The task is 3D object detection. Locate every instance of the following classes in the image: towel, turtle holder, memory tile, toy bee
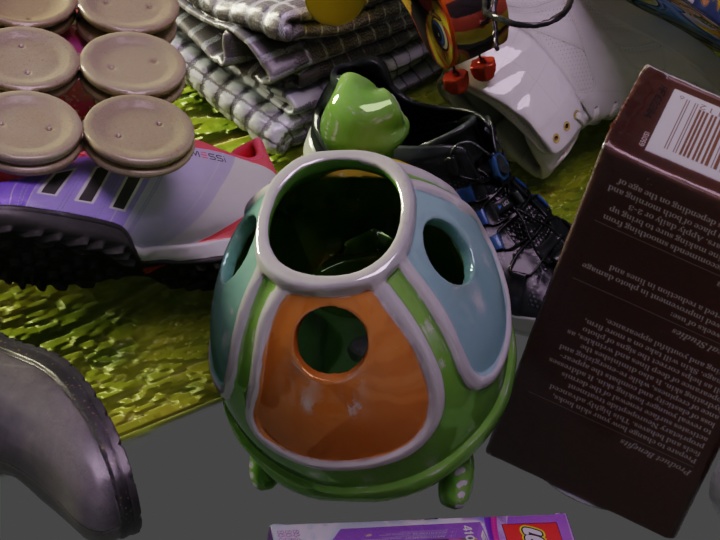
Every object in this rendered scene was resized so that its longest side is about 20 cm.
[{"bbox_3d":[-0.034,-0.174,1.006,0.200,0.086,0.165,-29,58,-36],"label":"towel"},{"bbox_3d":[0.008,0.006,0.770,0.140,0.132,0.186,20,56,26],"label":"turtle holder"},{"bbox_3d":[-0.178,-0.092,0.782,0.199,0.017,0.154,0,42,-13],"label":"memory tile"},{"bbox_3d":[0.036,-0.149,0.901,0.130,0.109,0.201,-8,49,0],"label":"toy bee"}]

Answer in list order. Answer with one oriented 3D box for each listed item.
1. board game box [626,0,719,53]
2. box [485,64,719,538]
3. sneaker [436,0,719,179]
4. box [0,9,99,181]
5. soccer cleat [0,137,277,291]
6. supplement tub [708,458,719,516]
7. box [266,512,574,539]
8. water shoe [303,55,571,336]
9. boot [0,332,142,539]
[{"bbox_3d":[0.159,-0.175,1.001,0.135,0.035,0.200,24,7,-40],"label":"board game box"},{"bbox_3d":[0.135,0.019,0.774,0.100,0.201,0.075,25,42,9],"label":"box"},{"bbox_3d":[0.132,-0.097,0.994,0.199,0.074,0.116,26,76,-22],"label":"sneaker"},{"bbox_3d":[-0.205,-0.110,0.882,0.199,0.100,0.096,18,43,2],"label":"box"},{"bbox_3d":[-0.111,-0.032,0.805,0.199,0.068,0.074,2,72,-47],"label":"soccer cleat"},{"bbox_3d":[0.255,0.138,0.726,0.145,0.146,0.200,-14,51,-27],"label":"supplement tub"},{"bbox_3d":[0.041,0.190,0.690,0.136,0.039,0.201,0,45,-15],"label":"box"},{"bbox_3d":[0.054,-0.037,0.895,0.200,0.079,0.071,32,46,17],"label":"water shoe"},{"bbox_3d":[-0.193,0.073,0.734,0.131,0.070,0.200,-27,47,-32],"label":"boot"}]
